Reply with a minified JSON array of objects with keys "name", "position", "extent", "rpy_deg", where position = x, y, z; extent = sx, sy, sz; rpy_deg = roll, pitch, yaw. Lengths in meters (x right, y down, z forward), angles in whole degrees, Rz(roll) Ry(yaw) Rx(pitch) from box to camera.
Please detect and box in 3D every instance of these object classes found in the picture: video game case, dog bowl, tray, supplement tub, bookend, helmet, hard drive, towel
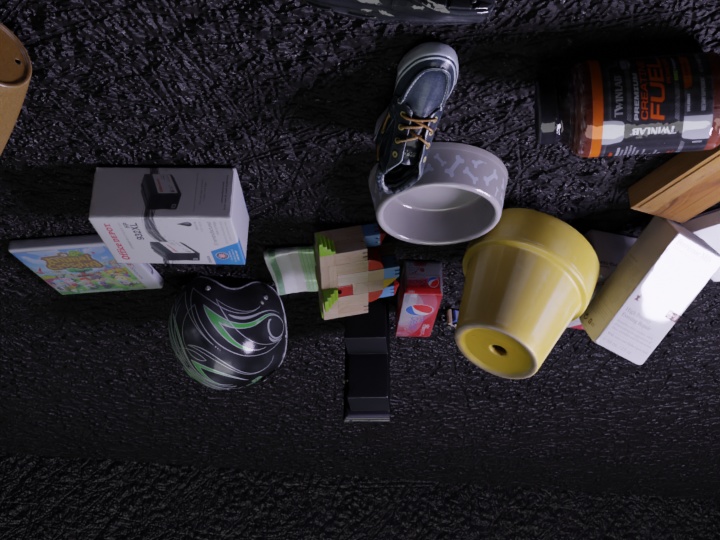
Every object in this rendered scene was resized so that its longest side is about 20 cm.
[{"name":"video game case","position":[-0.459,-0.008,1.443],"extent":[0.196,0.022,0.183],"rpy_deg":[-3,154,10]},{"name":"dog bowl","position":[0.108,-0.099,1.183],"extent":[0.196,0.060,0.201],"rpy_deg":[1,154,1]},{"name":"tray","position":[0.461,-0.129,1.131],"extent":[0.097,0.038,0.200],"rpy_deg":[12,154,-21]},{"name":"supplement tub","position":[0.294,-0.181,0.942],"extent":[0.196,0.109,0.107],"rpy_deg":[-3,155,8]},{"name":"bookend","position":[0.006,0.153,1.556],"extent":[0.090,0.203,0.199],"rpy_deg":[-1,156,4]},{"name":"helmet","position":[-0.243,0.110,1.510],"extent":[0.188,0.203,0.199],"rpy_deg":[-3,161,-35]},{"name":"hard drive","position":[0.573,-0.041,1.324],"extent":[0.131,0.026,0.199],"rpy_deg":[-20,148,38]},{"name":"towel","position":[-0.055,0.002,1.437],"extent":[0.196,0.031,0.150],"rpy_deg":[-1,156,5]}]

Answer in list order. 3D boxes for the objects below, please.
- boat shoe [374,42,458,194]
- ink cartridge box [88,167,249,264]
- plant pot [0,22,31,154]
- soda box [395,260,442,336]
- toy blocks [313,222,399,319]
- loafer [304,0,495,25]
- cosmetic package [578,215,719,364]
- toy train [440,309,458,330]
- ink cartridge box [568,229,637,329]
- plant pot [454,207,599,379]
[{"name":"boat shoe","position":[0.065,-0.170,0.992],"extent":[0.070,0.092,0.201],"rpy_deg":[7,154,-12]},{"name":"ink cartridge box","position":[-0.267,-0.076,1.216],"extent":[0.196,0.085,0.146],"rpy_deg":[1,156,1]},{"name":"plant pot","position":[-0.450,-0.179,0.922],"extent":[0.199,0.189,0.185],"rpy_deg":[-31,143,27]},{"name":"soda box","position":[0.100,0.054,1.502],"extent":[0.069,0.064,0.201],"rpy_deg":[1,154,-1]},{"name":"toy blocks","position":[0.000,0.000,1.345],"extent":[0.134,0.101,0.202],"rpy_deg":[-10,139,-7]},{"name":"loafer","position":[0.030,-0.271,0.815],"extent":[0.197,0.069,0.070],"rpy_deg":[9,162,-5]},{"name":"cosmetic package","position":[0.426,0.029,1.257],"extent":[0.101,0.074,0.202],"rpy_deg":[24,112,-21]},{"name":"toy train","position":[0.237,0.113,1.657],"extent":[0.198,0.035,0.046],"rpy_deg":[18,147,-33]},{"name":"ink cartridge box","position":[0.389,0.022,1.395],"extent":[0.144,0.084,0.200],"rpy_deg":[10,153,-16]},{"name":"plant pot","position":[0.229,0.045,1.252],"extent":[0.198,0.190,0.202],"rpy_deg":[21,150,13]}]
